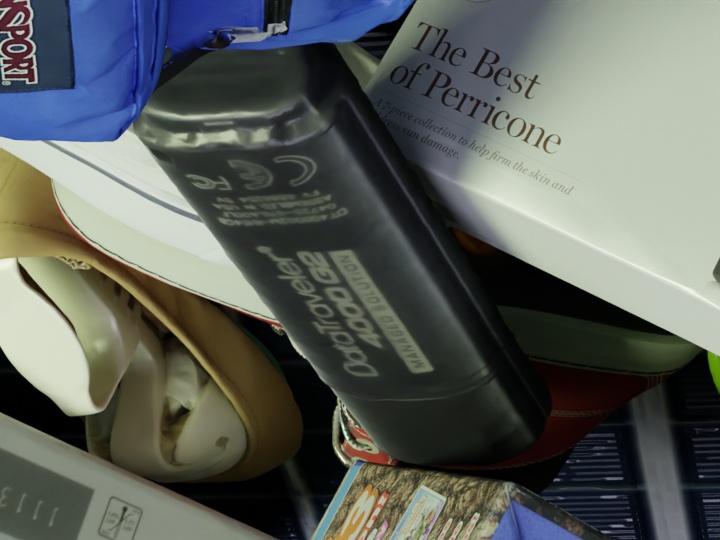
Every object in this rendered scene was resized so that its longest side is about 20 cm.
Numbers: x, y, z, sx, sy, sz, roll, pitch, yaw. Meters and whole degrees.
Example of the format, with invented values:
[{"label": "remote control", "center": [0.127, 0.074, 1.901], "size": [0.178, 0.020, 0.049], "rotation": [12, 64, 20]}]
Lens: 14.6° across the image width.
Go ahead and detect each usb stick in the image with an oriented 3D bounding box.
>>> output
[{"label": "usb stick", "center": [0.000, 0.000, 0.695], "size": [0.055, 0.033, 0.200], "rotation": [-2, 154, 19]}]

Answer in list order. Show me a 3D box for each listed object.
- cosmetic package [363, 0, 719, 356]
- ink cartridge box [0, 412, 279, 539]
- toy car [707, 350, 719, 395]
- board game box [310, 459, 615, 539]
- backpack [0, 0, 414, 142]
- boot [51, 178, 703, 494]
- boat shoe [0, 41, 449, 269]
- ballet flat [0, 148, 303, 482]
[{"label": "cosmetic package", "center": [0.101, -0.021, 0.660], "size": [0.199, 0.083, 0.051], "rotation": [26, 168, 25]}, {"label": "ink cartridge box", "center": [-0.091, 0.091, 0.906], "size": [0.199, 0.044, 0.173], "rotation": [27, 164, -27]}, {"label": "toy car", "center": [0.218, 0.044, 0.799], "size": [0.199, 0.158, 0.164], "rotation": [-28, 155, 4]}, {"label": "board game box", "center": [0.060, 0.133, 0.754], "size": [0.159, 0.097, 0.200], "rotation": [30, 173, -9]}, {"label": "backpack", "center": [-0.068, -0.112, 0.572], "size": [0.199, 0.169, 0.163], "rotation": [2, 152, -1]}, {"label": "boot", "center": [-0.011, 0.018, 0.829], "size": [0.199, 0.073, 0.144], "rotation": [15, 146, -19]}, {"label": "boat shoe", "center": [-0.054, -0.061, 0.705], "size": [0.199, 0.072, 0.066], "rotation": [27, 148, -15]}, {"label": "ballet flat", "center": [-0.077, 0.027, 0.854], "size": [0.068, 0.063, 0.200], "rotation": [-11, 142, 22]}]
